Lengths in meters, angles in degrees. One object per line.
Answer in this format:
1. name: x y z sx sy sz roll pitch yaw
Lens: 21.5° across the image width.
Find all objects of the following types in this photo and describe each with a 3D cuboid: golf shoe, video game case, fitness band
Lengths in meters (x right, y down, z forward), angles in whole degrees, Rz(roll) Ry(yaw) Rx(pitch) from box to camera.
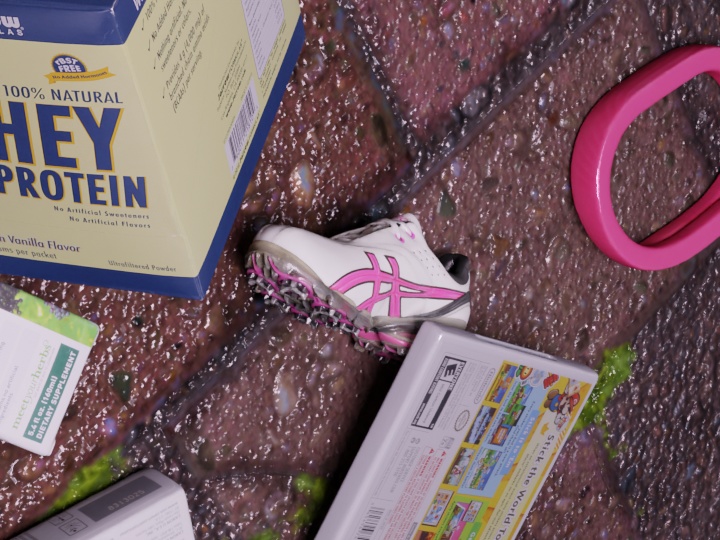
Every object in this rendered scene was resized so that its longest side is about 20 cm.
1. golf shoe: 0.000 0.000 1.222 0.199 0.072 0.093 28 77 -49
2. video game case: 0.061 0.140 1.285 0.181 0.023 0.202 16 104 -47
3. fitness band: 0.235 -0.084 1.419 0.199 0.037 0.145 -34 119 -31

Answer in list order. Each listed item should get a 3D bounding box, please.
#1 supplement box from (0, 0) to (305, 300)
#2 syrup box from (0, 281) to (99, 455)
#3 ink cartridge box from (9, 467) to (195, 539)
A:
1. supplement box: -0.129 -0.130 0.957 0.201 0.133 0.201 78 24 -49
2. syrup box: -0.247 0.026 1.011 0.199 0.081 0.079 28 80 -41
3. ink cartridge box: -0.165 0.242 1.156 0.161 0.050 0.202 -26 123 -34
